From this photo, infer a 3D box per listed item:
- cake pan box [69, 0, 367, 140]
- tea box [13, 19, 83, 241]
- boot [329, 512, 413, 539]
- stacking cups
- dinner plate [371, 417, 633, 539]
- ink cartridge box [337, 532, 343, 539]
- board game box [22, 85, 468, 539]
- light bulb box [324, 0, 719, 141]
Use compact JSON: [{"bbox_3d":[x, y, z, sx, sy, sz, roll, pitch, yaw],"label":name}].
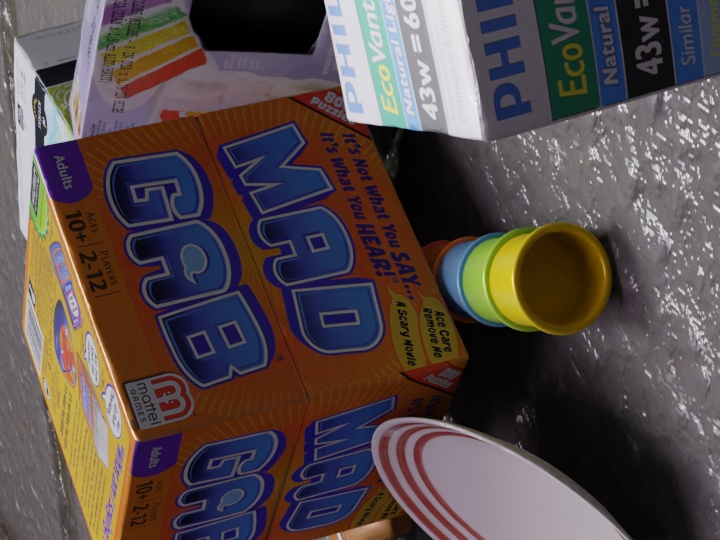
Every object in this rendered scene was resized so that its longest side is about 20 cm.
[{"bbox_3d":[-0.072,-0.138,1.215,0.200,0.183,0.053,114,151,-54],"label":"cake pan box"},{"bbox_3d":[-0.170,-0.060,1.562,0.197,0.133,0.201,53,150,37],"label":"tea box"},{"bbox_3d":[-0.029,0.128,1.474,0.200,0.076,0.156,-22,90,60],"label":"boot"},{"bbox_3d":[0.068,0.009,1.162,0.200,0.060,0.061,-6,100,67],"label":"stacking cups"},{"bbox_3d":[0.094,0.142,1.154,0.200,0.024,0.200,31,157,15],"label":"dinner plate"},{"bbox_3d":[0.031,0.272,1.371,0.198,0.043,0.201,80,173,-64],"label":"ink cartridge box"},{"bbox_3d":[-0.079,0.043,1.229,0.200,0.199,0.201,108,145,-55],"label":"board game box"},{"bbox_3d":[0.087,-0.172,0.818,0.125,0.199,0.199,16,121,63],"label":"light bulb box"}]
